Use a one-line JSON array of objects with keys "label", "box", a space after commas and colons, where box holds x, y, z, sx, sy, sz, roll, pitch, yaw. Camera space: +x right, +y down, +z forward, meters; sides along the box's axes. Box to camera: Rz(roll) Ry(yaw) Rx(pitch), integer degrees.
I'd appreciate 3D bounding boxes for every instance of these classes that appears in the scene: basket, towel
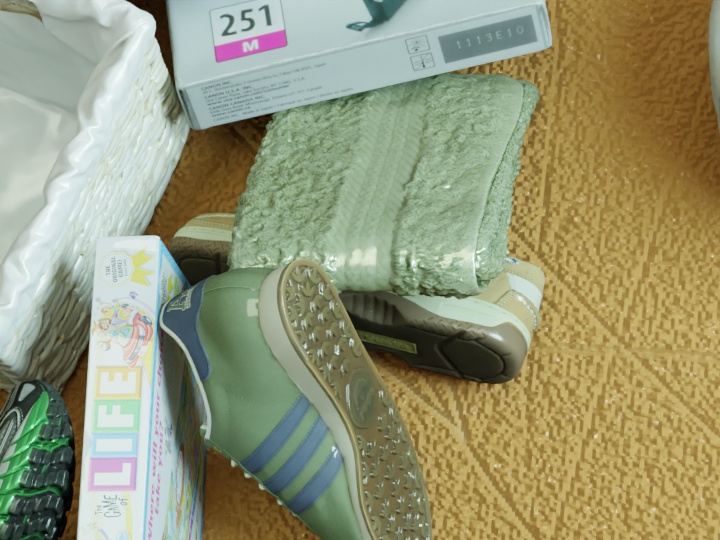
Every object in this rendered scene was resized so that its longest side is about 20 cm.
[{"label": "basket", "box": [-0.218, -0.054, 1.523, 0.198, 0.161, 0.200, 21, 75, 15]}, {"label": "towel", "box": [0.011, -0.051, 1.502, 0.148, 0.037, 0.200, 0, 35, 11]}]

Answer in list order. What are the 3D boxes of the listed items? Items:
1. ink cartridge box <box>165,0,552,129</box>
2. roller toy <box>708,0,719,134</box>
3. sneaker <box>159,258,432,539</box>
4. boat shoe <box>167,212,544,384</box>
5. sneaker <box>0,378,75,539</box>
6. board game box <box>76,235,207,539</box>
[{"label": "ink cartridge box", "box": [-0.008, -0.172, 1.567, 0.200, 0.044, 0.174, -13, 53, 4]}, {"label": "roller toy", "box": [0.269, -0.102, 1.472, 0.182, 0.140, 0.200, 15, 75, 14]}, {"label": "sneaker", "box": [-0.035, 0.079, 1.455, 0.090, 0.200, 0.067, -5, 36, 28]}, {"label": "boat shoe", "box": [0.000, 0.000, 1.526, 0.200, 0.072, 0.076, 17, 59, 10]}, {"label": "sneaker", "box": [-0.206, 0.136, 1.388, 0.085, 0.078, 0.200, 27, 77, 17]}, {"label": "board game box", "box": [-0.109, 0.098, 1.466, 0.034, 0.134, 0.200, -1, 70, 9]}]
